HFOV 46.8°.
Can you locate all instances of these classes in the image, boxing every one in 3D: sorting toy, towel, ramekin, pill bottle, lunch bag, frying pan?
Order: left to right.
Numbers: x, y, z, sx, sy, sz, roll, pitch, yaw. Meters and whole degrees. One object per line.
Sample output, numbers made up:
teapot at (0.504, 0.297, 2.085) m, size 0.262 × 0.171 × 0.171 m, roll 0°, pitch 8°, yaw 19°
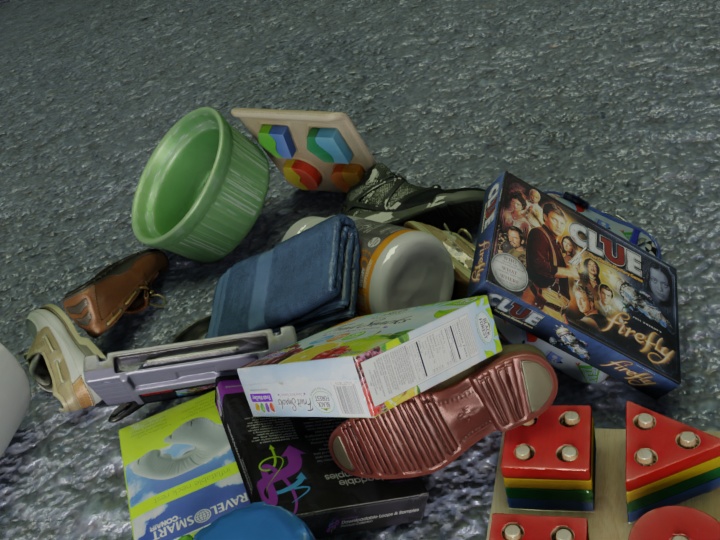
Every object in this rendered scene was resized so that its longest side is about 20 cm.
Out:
frying pan at (-0.179, 0.112, 0.923) m, size 0.114 × 0.031 × 0.191 m, roll 4°, pitch 41°, yaw 25°
ramekin at (-0.214, -0.109, 1.131) m, size 0.199 × 0.097 × 0.202 m, roll -26°, pitch 50°, yaw 36°
towel at (-0.082, 0.021, 0.878) m, size 0.199 × 0.048 × 0.113 m, roll -24°, pitch 47°, yaw 37°
sorting toy at (-0.062, -0.154, 1.142) m, size 0.183 × 0.200 × 0.037 m, roll 9°, pitch 68°, yaw 33°
pill bottle at (0.000, 0.000, 0.930) m, size 0.116 × 0.117 × 0.199 m, roll -36°, pitch 31°, yaw -28°
lunch bag at (0.219, 0.009, 0.838) m, size 0.159 × 0.076 × 0.200 m, roll 27°, pitch 48°, yaw 11°
sorting toy at (0.193, 0.182, 0.632) m, size 0.196 × 0.070 × 0.201 m, roll -3°, pitch 35°, yaw 19°

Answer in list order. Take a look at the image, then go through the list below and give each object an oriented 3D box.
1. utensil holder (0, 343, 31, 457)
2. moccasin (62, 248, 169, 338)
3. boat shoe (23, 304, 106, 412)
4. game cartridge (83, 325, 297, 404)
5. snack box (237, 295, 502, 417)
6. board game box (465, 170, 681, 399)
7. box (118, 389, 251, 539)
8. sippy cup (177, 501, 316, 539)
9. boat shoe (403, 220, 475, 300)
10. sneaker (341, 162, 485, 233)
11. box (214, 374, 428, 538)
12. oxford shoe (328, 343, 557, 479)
utensil holder at (-0.444, 0.172, 0.827) m, size 0.168 × 0.171 × 0.201 m, roll -7°, pitch 31°, yaw 12°
moccasin at (-0.296, 0.027, 1.061) m, size 0.073 × 0.078 × 0.202 m, roll -25°, pitch 12°, yaw 14°
boat shoe at (-0.358, 0.100, 0.976) m, size 0.068 × 0.075 × 0.199 m, roll -32°, pitch 35°, yaw -28°
game cartridge at (-0.163, 0.099, 0.832) m, size 0.197 × 0.130 × 0.039 m, roll -8°, pitch 68°, yaw -10°
snack box at (0.002, 0.076, 0.707) m, size 0.141 × 0.054 × 0.199 m, roll -20°, pitch 3°, yaw -35°
board game box at (0.194, 0.011, 0.739) m, size 0.198 × 0.035 × 0.136 m, roll 27°, pitch 49°, yaw -12°
box at (-0.152, 0.200, 0.769) m, size 0.121 × 0.048 × 0.200 m, roll -22°, pitch 33°, yaw -10°
sippy cup at (-0.066, 0.243, 0.593) m, size 0.176 × 0.131 × 0.140 m, roll -11°, pitch 33°, yaw 8°
boat shoe at (0.117, 0.004, 0.934) m, size 0.062 × 0.074 × 0.200 m, roll -21°, pitch 44°, yaw -25°
sneaker at (0.067, -0.094, 1.064) m, size 0.197 × 0.076 × 0.115 m, roll -13°, pitch 56°, yaw 12°
box at (-0.043, 0.158, 0.755) m, size 0.141 × 0.036 × 0.200 m, roll -3°, pitch 27°, yaw -21°
oxford shoe at (0.069, 0.118, 0.702) m, size 0.198 × 0.071 × 0.075 m, roll -21°, pitch 9°, yaw 10°
